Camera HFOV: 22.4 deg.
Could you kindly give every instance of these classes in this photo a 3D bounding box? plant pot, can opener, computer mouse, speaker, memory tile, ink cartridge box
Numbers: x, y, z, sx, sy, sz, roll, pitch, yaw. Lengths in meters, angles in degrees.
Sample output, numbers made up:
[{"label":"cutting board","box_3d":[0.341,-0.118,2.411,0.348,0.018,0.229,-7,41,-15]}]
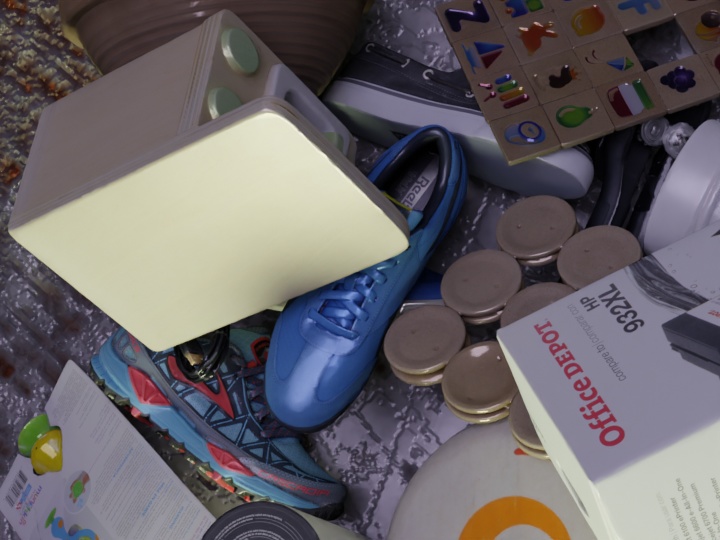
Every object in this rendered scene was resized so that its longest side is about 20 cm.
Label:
[{"label":"plant pot","box_3d":[-0.084,-0.141,1.134,0.200,0.201,0.093,-11,81,16]},{"label":"can opener","box_3d":[0.163,-0.030,1.114,0.063,0.079,0.201,16,92,-7]},{"label":"computer mouse","box_3d":[-0.131,0.010,1.156,0.059,0.034,0.200,-43,36,-2]},{"label":"speaker","box_3d":[-0.024,0.187,1.058,0.081,0.200,0.081,-5,74,18]},{"label":"memory tile","box_3d":[0.122,0.039,1.020,0.200,0.017,0.153,29,65,38]},{"label":"ink cartridge box","box_3d":[0.187,0.049,0.893,0.200,0.084,0.145,-27,32,-1]}]

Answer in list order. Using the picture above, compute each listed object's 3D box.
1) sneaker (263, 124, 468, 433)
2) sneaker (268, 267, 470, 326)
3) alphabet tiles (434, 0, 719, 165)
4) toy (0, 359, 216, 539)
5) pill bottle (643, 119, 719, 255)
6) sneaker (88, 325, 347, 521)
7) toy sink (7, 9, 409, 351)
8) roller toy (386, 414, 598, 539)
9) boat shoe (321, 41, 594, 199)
[{"label":"sneaker","box_3d":[0.000,0.000,1.069,0.066,0.078,0.200,28,75,9]},{"label":"sneaker","box_3d":[-0.012,-0.026,1.154,0.199,0.077,0.112,8,93,25]},{"label":"alphabet tiles","box_3d":[0.134,-0.164,1.120,0.167,0.008,0.200,-18,55,-5]},{"label":"toy","box_3d":[-0.154,0.157,1.160,0.200,0.047,0.115,39,104,40]},{"label":"pill bottle","box_3d":[0.271,-0.007,1.038,0.200,0.120,0.120,27,90,20]},{"label":"sneaker","box_3d":[-0.081,0.081,1.158,0.200,0.079,0.096,35,90,20]},{"label":"toy sink","box_3d":[-0.079,-0.059,1.045,0.200,0.130,0.112,-23,42,32]},{"label":"roller toy","box_3d":[0.116,0.176,1.047,0.183,0.140,0.200,-49,61,10]},{"label":"boat shoe","box_3d":[0.067,-0.101,1.140,0.200,0.070,0.066,19,74,38]}]
